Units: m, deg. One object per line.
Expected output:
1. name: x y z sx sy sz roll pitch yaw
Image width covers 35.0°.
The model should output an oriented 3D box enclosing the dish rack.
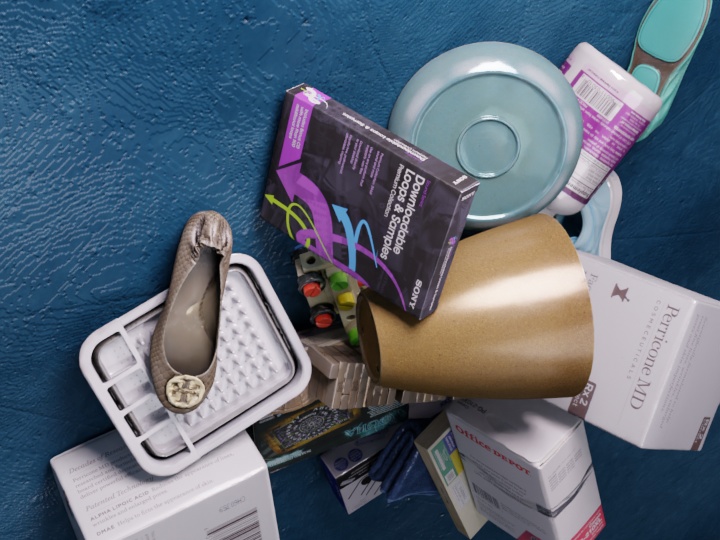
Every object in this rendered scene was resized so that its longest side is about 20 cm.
1. dish rack: -0.164 0.090 1.140 0.199 0.044 0.172 -31 112 -11

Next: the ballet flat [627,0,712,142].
1. ballet flat: 0.335 -0.237 1.265 0.070 0.067 0.201 -30 147 -51

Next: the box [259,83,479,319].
1. box: 0.002 -0.064 1.047 0.036 0.199 0.144 -33 146 -48

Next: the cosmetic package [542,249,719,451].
1. cosmetic package: 0.288 0.083 1.257 0.165 0.199 0.166 12 99 -50

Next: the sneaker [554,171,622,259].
1. sneaker: 0.256 -0.030 1.382 0.082 0.074 0.201 -15 123 -26

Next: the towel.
1. towel: 0.109 0.234 1.432 0.199 0.049 0.112 8 120 -45

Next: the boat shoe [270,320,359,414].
1. boat shoe: -0.063 0.101 1.249 0.199 0.065 0.072 -18 114 -25

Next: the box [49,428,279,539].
1. box: -0.204 0.265 1.238 0.199 0.131 0.200 -23 138 -19

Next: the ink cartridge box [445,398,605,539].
1. ink cartridge box: 0.193 0.229 1.322 0.084 0.144 0.201 -41 134 -23

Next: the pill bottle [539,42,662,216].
1. pill bottle: 0.219 -0.132 1.221 0.112 0.112 0.200 19 114 -46

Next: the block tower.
1. block tower: 0.036 0.112 1.243 0.199 0.054 0.058 2 106 -34

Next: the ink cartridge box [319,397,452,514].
1. ink cartridge box: 0.050 0.219 1.443 0.199 0.044 0.094 -31 141 -13

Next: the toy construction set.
1. toy construction set: 0.000 0.000 1.185 0.130 0.092 0.201 -16 132 1

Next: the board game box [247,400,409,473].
1. board game box: -0.035 0.162 1.332 0.199 0.028 0.136 -18 141 -17

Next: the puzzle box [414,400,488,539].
1. puzzle box: 0.145 0.225 1.401 0.133 0.025 0.201 -42 135 -19

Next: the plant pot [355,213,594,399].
1. plant pot: 0.102 0.051 1.131 0.199 0.187 0.187 -9 133 -13

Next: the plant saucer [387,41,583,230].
1. plant saucer: 0.126 -0.126 1.141 0.199 0.027 0.201 -1 117 -2

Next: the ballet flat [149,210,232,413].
1. ballet flat: -0.156 0.043 1.082 0.067 0.046 0.201 9 100 -22
